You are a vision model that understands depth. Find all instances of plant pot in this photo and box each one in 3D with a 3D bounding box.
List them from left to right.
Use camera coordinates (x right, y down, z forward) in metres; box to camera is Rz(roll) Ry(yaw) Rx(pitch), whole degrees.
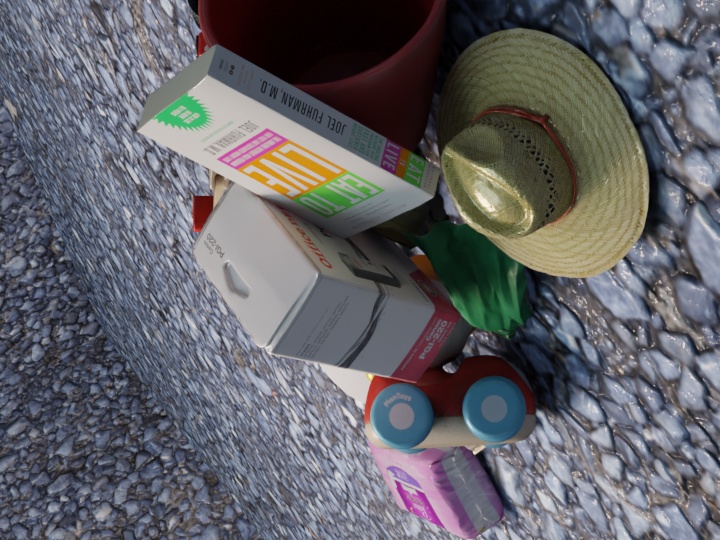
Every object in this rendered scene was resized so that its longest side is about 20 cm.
[{"bbox_3d":[-0.018,-0.178,0.892,0.201,0.199,0.178,47,168,26],"label":"plant pot"}]

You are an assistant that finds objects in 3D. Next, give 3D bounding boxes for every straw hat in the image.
[{"bbox_3d":[0.110,-0.071,0.794,0.199,0.085,0.204,25,129,35],"label":"straw hat"}]

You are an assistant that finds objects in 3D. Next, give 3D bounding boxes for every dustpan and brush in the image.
[{"bbox_3d":[0.028,0.148,1.391,0.137,0.058,0.202,5,139,23],"label":"dustpan and brush"}]

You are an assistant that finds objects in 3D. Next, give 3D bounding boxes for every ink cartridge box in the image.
[{"bbox_3d":[-0.028,0.011,0.929,0.198,0.085,0.146,14,-154,-48],"label":"ink cartridge box"}]

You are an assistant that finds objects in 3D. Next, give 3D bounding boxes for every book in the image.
[{"bbox_3d":[-0.054,-0.096,0.814,0.198,0.049,0.133,25,159,-27],"label":"book"}]

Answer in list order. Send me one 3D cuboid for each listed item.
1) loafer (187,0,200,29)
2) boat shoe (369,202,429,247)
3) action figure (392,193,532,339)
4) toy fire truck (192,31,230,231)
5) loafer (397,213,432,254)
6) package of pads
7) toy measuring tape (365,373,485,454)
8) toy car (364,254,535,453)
[{"bbox_3d":[-0.163,-0.308,1.187,0.069,0.070,0.200,61,160,-7],"label":"loafer"},{"bbox_3d":[-0.010,-0.093,1.009,0.073,0.064,0.200,20,-167,-48],"label":"boat shoe"},{"bbox_3d":[0.114,0.004,0.982,0.116,0.055,0.201,-3,144,21],"label":"action figure"},{"bbox_3d":[-0.132,-0.121,1.002,0.200,0.048,0.144,128,142,-75],"label":"toy fire truck"},{"bbox_3d":[0.019,-0.111,1.068,0.071,0.062,0.203,17,131,54],"label":"loafer"},{"bbox_3d":[0.096,0.270,1.398,0.122,0.075,0.199,63,159,-11],"label":"package of pads"},{"bbox_3d":[0.077,0.147,1.245,0.199,0.074,0.073,33,174,-33],"label":"toy measuring tape"},{"bbox_3d":[0.086,0.080,1.096,0.184,0.173,0.204,57,-151,-77],"label":"toy car"}]
